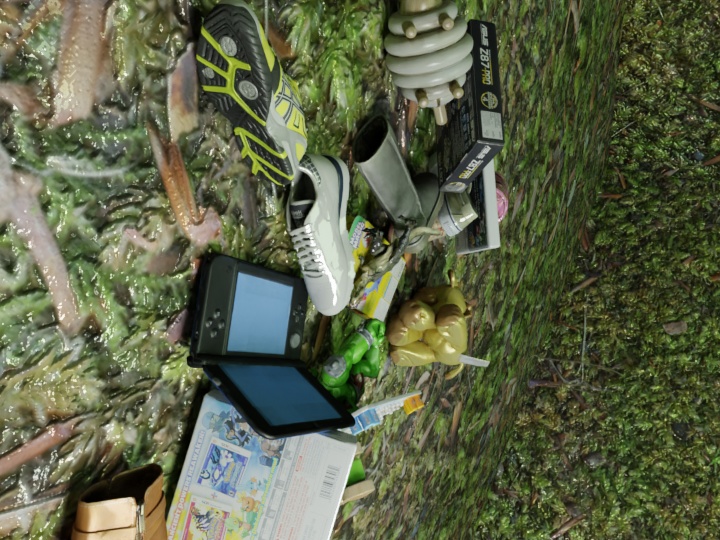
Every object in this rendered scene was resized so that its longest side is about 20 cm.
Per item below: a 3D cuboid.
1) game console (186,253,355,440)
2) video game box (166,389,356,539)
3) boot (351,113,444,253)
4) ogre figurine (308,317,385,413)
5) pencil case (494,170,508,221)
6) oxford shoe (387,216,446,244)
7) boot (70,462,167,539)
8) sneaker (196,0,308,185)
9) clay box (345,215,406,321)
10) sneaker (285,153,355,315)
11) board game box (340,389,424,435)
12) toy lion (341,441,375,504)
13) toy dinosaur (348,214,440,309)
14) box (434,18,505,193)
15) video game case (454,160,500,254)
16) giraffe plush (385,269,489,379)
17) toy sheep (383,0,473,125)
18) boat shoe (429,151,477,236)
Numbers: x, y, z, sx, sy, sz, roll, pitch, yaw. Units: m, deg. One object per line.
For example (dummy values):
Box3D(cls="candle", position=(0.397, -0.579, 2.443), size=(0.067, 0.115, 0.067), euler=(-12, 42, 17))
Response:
Box3D(cls="game console", position=(-0.083, 0.084, 0.637), size=(0.199, 0.116, 0.174), euler=(21, 74, -63))
Box3D(cls="video game box", position=(-0.116, 0.260, 0.634), size=(0.047, 0.179, 0.204), euler=(138, -31, -88))
Box3D(cls="boot", position=(0.058, -0.150, 0.860), size=(0.201, 0.071, 0.184), euler=(53, 36, -36))
Box3D(cls="ogre figurine", position=(-0.029, 0.169, 0.823), size=(0.200, 0.099, 0.119), euler=(-48, 164, 30))
Box3D(cls="pencil case", position=(0.256, -0.150, 1.151), size=(0.200, 0.085, 0.084), euler=(-56, 157, -65))
Box3D(cls="oxford shoe", position=(0.112, -0.082, 0.985), size=(0.200, 0.073, 0.072), euler=(-41, 138, -46))
Box3D(cls="boot", position=(-0.253, 0.279, 0.508), size=(0.200, 0.072, 0.158), euler=(-29, 131, -69))
Box3D(cls="sneaker", position=(-0.100, -0.179, 0.560), size=(0.201, 0.074, 0.077), euler=(80, 29, -56))
Box3D(cls="clay box", position=(0.000, 0.000, 0.850), size=(0.200, 0.047, 0.117), euler=(39, 70, -59))
Box3D(cls="sneaker", position=(-0.057, -0.040, 0.694), size=(0.080, 0.075, 0.204), euler=(-24, 111, -59))
Box3D(cls="board game box", position=(-0.019, 0.242, 0.825), size=(0.199, 0.026, 0.199), euler=(-36, 161, 20))
Box3D(cls="toy lion", position=(-0.088, 0.301, 0.761), size=(0.188, 0.070, 0.201), euler=(-13, 158, -20))
Box3D(cls="toy dinosaur", position=(0.043, -0.032, 0.794), size=(0.199, 0.047, 0.089), euler=(-38, 147, -25))
Box3D(cls="box", position=(0.160, -0.245, 0.865), size=(0.161, 0.048, 0.204), euler=(130, -39, -67))
Box3D(cls="video game case", position=(0.199, -0.136, 1.007), size=(0.182, 0.023, 0.204), euler=(167, -81, -82))
Box3D(cls="giraffe plush", position=(0.152, 0.088, 1.079), size=(0.164, 0.197, 0.173), euler=(-79, -164, -45))
Box3D(cls="toy sheep", position=(0.096, -0.298, 0.785), size=(0.138, 0.136, 0.203), euler=(-47, 137, -40))
Box3D(cls="boat shoe", position=(0.163, -0.141, 0.975), size=(0.072, 0.061, 0.202), euler=(46, 30, -40))
